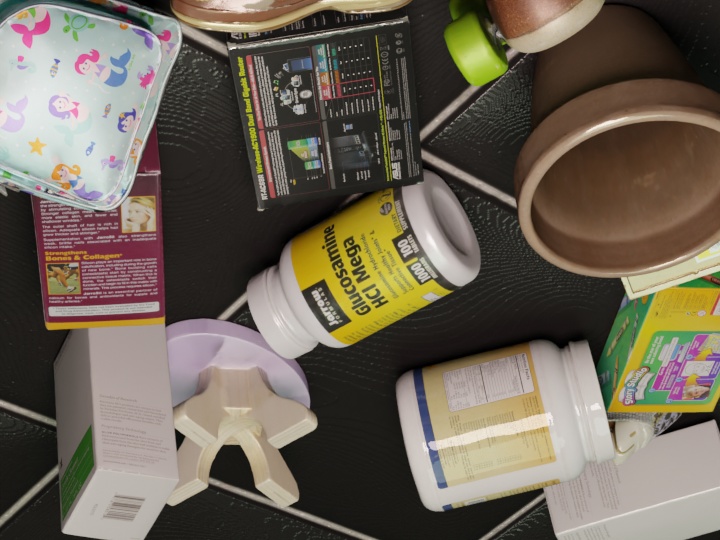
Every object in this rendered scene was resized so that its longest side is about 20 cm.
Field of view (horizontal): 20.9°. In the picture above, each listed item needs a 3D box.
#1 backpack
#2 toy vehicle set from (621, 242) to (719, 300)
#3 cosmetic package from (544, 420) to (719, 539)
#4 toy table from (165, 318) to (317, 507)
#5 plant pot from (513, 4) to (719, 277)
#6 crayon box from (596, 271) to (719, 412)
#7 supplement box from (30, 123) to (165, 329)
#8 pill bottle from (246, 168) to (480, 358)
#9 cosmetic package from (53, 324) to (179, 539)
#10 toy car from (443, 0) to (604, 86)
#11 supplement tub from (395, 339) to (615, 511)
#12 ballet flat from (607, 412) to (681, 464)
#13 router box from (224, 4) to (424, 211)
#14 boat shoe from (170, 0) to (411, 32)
[{"bbox_3d":[-0.252,-0.147,1.498,0.198,0.151,0.179,19,97,-15],"label":"backpack"},{"bbox_3d":[0.321,-0.059,1.792,0.198,0.027,0.125,-18,117,10],"label":"toy vehicle set"},{"bbox_3d":[0.308,0.247,2.117,0.198,0.085,0.108,-18,145,7],"label":"cosmetic package"},{"bbox_3d":[-0.122,0.144,1.907,0.199,0.118,0.184,29,127,-35],"label":"toy table"},{"bbox_3d":[0.213,-0.121,1.618,0.198,0.176,0.201,-6,140,-5],"label":"plant pot"},{"bbox_3d":[0.317,0.061,1.939,0.118,0.059,0.201,1,139,-12],"label":"crayon box"},{"bbox_3d":[-0.226,-0.045,1.689,0.109,0.086,0.201,-3,140,-7],"label":"supplement box"},{"bbox_3d":[0.000,0.000,1.765,0.199,0.113,0.112,-29,136,21],"label":"pill bottle"},{"bbox_3d":[-0.229,0.139,1.813,0.084,0.201,0.108,10,134,-24],"label":"cosmetic package"},{"bbox_3d":[0.109,-0.275,1.486,0.163,0.158,0.201,-29,108,16],"label":"toy car"},{"bbox_3d":[0.145,0.151,1.945,0.198,0.145,0.145,-13,140,5],"label":"supplement tub"},{"bbox_3d":[0.248,0.174,2.050,0.198,0.072,0.072,-2,139,-9],"label":"ballet flat"},{"bbox_3d":[-0.029,-0.147,1.628,0.148,0.062,0.201,-9,140,-2],"label":"router box"},{"bbox_3d":[-0.052,-0.237,1.519,0.198,0.072,0.068,-10,134,-8],"label":"boat shoe"}]
